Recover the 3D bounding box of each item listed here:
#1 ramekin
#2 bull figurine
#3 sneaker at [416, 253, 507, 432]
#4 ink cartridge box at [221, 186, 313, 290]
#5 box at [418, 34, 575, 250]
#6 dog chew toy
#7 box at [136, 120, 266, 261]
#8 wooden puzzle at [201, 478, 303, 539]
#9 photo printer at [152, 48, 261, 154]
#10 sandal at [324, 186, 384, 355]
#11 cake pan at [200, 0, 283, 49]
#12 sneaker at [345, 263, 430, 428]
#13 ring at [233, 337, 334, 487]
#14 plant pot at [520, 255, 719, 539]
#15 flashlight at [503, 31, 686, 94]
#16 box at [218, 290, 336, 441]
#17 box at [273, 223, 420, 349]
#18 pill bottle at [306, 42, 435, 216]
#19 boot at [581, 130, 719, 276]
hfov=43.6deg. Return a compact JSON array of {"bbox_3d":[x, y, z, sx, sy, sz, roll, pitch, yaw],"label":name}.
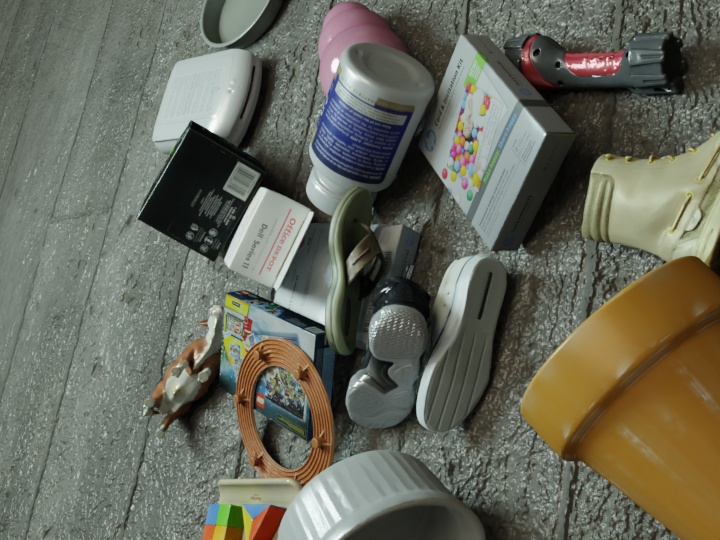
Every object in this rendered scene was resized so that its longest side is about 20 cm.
[{"bbox_3d":[0.014,0.275,0.890,0.201,0.200,0.098,-55,36,10],"label":"ramekin"},{"bbox_3d":[-0.238,0.143,1.266,0.200,0.065,0.121,-56,1,20],"label":"bull figurine"},{"bbox_3d":[0.106,0.079,0.990,0.071,0.073,0.200,4,72,68],"label":"sneaker"},{"bbox_3d":[-0.127,-0.047,1.197,0.117,0.067,0.200,-64,14,0],"label":"ink cartridge box"},{"bbox_3d":[0.144,-0.146,1.007,0.200,0.041,0.156,63,144,41],"label":"box"},{"bbox_3d":[-0.003,-0.296,1.219,0.125,0.124,0.200,-41,41,23],"label":"dog chew toy"},{"bbox_3d":[-0.228,-0.120,1.295,0.149,0.124,0.200,-59,16,5],"label":"box"},{"bbox_3d":[-0.147,0.355,1.095,0.185,0.046,0.200,-16,62,48],"label":"wooden puzzle"},{"bbox_3d":[-0.245,-0.275,1.474,0.200,0.069,0.167,1,72,44],"label":"photo printer"},{"bbox_3d":[0.000,0.001,1.062,0.057,0.080,0.201,-2,77,25],"label":"sandal"},{"bbox_3d":[-0.196,-0.464,1.535,0.200,0.037,0.201,-20,59,37],"label":"cake pan"},{"bbox_3d":[0.037,0.086,1.018,0.114,0.075,0.200,-76,1,-48],"label":"sneaker"},{"bbox_3d":[-0.101,0.183,1.109,0.200,0.019,0.201,11,105,48],"label":"ring"},{"bbox_3d":[0.266,0.122,0.733,0.200,0.200,0.183,-48,62,17],"label":"plant pot"},{"bbox_3d":[0.249,-0.230,0.980,0.200,0.068,0.068,9,83,47],"label":"flashlight"},{"bbox_3d":[-0.110,0.116,1.153,0.200,0.038,0.137,21,111,46],"label":"box"},{"bbox_3d":[-0.026,0.017,1.153,0.200,0.041,0.156,4,74,44],"label":"box"},{"bbox_3d":[0.003,-0.167,1.117,0.120,0.119,0.200,63,141,40],"label":"pill bottle"},{"bbox_3d":[0.308,-0.104,0.863,0.155,0.073,0.200,22,93,44],"label":"boot"}]
